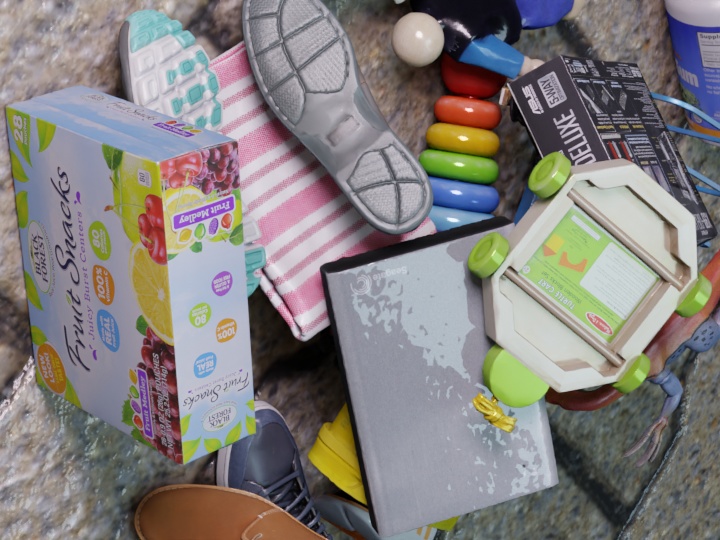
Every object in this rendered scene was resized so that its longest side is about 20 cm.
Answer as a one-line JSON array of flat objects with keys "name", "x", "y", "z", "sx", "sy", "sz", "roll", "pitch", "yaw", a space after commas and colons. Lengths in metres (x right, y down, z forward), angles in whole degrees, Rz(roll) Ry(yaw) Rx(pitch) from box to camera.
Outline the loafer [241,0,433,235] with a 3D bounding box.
[{"name": "loafer", "x": -0.020, "y": -0.109, "z": 1.331, "sx": 0.072, "sy": 0.201, "sz": 0.063, "roll": -31, "pitch": 175, "yaw": -2}]

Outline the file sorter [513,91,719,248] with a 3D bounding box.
[{"name": "file sorter", "x": 0.227, "y": -0.049, "z": 1.642, "sx": 0.138, "sy": 0.122, "sz": 0.201, "roll": 22, "pitch": 87, "yaw": -49}]

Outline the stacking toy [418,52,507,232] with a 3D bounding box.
[{"name": "stacking toy", "x": 0.080, "y": -0.085, "z": 1.506, "sx": 0.085, "sy": 0.085, "sz": 0.201, "roll": 5, "pitch": 97, "yaw": -48}]

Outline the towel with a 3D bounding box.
[{"name": "towel", "x": -0.041, "y": -0.068, "z": 1.352, "sx": 0.146, "sy": 0.030, "sz": 0.201, "roll": -37, "pitch": 100, "yaw": -32}]

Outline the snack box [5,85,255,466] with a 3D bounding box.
[{"name": "snack box", "x": -0.146, "y": 0.000, "z": 1.222, "sx": 0.067, "sy": 0.168, "sz": 0.201, "roll": -19, "pitch": 119, "yaw": -38}]

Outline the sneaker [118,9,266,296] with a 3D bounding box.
[{"name": "sneaker", "x": -0.135, "y": -0.070, "z": 1.276, "sx": 0.077, "sy": 0.091, "sz": 0.201, "roll": -23, "pitch": 102, "yaw": -51}]

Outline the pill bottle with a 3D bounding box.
[{"name": "pill bottle", "x": 0.327, "y": -0.218, "z": 1.696, "sx": 0.112, "sy": 0.112, "sz": 0.201, "roll": -40, "pitch": 130, "yaw": -30}]

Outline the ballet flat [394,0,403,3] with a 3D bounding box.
[{"name": "ballet flat", "x": -0.003, "y": -0.219, "z": 1.337, "sx": 0.068, "sy": 0.075, "sz": 0.200, "roll": -47, "pitch": 159, "yaw": 23}]

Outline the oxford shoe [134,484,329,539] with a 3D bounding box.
[{"name": "oxford shoe", "x": -0.069, "y": 0.200, "z": 1.368, "sx": 0.071, "sy": 0.199, "sz": 0.072, "roll": 61, "pitch": 48, "yaw": -81}]

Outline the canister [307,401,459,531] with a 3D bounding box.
[{"name": "canister", "x": 0.068, "y": 0.084, "z": 1.446, "sx": 0.148, "sy": 0.086, "sz": 0.201, "roll": 24, "pitch": 100, "yaw": -53}]

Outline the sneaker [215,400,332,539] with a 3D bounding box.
[{"name": "sneaker", "x": -0.032, "y": 0.201, "z": 1.440, "sx": 0.077, "sy": 0.146, "sz": 0.203, "roll": -29, "pitch": 123, "yaw": -35}]

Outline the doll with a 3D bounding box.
[{"name": "doll", "x": 0.097, "y": -0.197, "z": 1.466, "sx": 0.200, "sy": 0.137, "sz": 0.048, "roll": -27, "pitch": 166, "yaw": -44}]

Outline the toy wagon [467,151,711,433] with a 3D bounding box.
[{"name": "toy wagon", "x": 0.143, "y": 0.020, "z": 1.330, "sx": 0.155, "sy": 0.040, "sz": 0.200, "roll": 38, "pitch": 92, "yaw": -21}]

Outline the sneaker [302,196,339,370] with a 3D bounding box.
[{"name": "sneaker", "x": 0.000, "y": 0.000, "z": 1.448, "sx": 0.098, "sy": 0.071, "sz": 0.201, "roll": -36, "pitch": 127, "yaw": -23}]

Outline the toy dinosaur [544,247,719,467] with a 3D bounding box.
[{"name": "toy dinosaur", "x": 0.220, "y": 0.045, "z": 1.492, "sx": 0.181, "sy": 0.105, "sz": 0.201, "roll": -27, "pitch": 144, "yaw": -51}]

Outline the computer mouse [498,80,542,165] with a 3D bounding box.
[{"name": "computer mouse", "x": 0.167, "y": -0.060, "z": 1.494, "sx": 0.201, "sy": 0.044, "sz": 0.110, "roll": 68, "pitch": 18, "yaw": 1}]

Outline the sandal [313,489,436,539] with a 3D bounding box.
[{"name": "sandal", "x": 0.031, "y": 0.203, "z": 1.565, "sx": 0.059, "sy": 0.079, "sz": 0.207, "roll": -62, "pitch": 146, "yaw": -10}]

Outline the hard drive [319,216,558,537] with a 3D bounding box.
[{"name": "hard drive", "x": 0.057, "y": 0.074, "z": 1.356, "sx": 0.139, "sy": 0.033, "sz": 0.201, "roll": -15, "pitch": 107, "yaw": -12}]

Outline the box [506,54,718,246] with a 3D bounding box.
[{"name": "box", "x": 0.197, "y": -0.082, "z": 1.467, "sx": 0.158, "sy": 0.050, "sz": 0.200, "roll": 65, "pitch": 24, "yaw": 6}]
